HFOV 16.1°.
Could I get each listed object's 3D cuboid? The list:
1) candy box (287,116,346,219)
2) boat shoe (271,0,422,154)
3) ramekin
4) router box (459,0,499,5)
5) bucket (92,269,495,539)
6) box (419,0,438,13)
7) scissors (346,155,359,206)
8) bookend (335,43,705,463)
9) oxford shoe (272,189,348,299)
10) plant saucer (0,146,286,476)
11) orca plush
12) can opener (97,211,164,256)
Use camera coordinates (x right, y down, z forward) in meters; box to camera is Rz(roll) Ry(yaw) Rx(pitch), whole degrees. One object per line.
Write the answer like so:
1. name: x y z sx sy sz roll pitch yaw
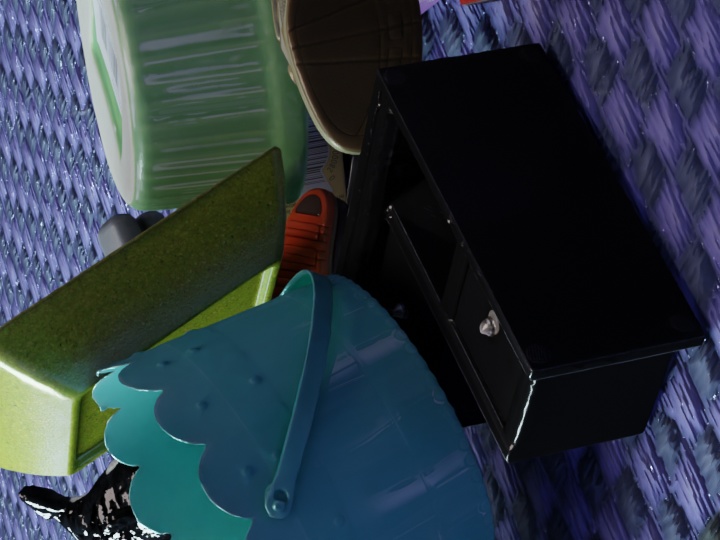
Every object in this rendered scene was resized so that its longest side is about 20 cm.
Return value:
1. candy box: -0.049 -0.020 1.628 0.115 0.055 0.200 -149 52 -66
2. boat shoe: -0.015 -0.153 1.349 0.063 0.073 0.201 110 145 -74
3. ramekin: -0.101 -0.129 1.458 0.200 0.098 0.200 170 90 -78
4. router box: 0.091 -0.220 1.163 0.200 0.049 0.180 180 80 -70
5. bucket: -0.034 0.107 1.311 0.207 0.135 0.207 52 159 29
6. box: 0.006 -0.207 1.416 0.200 0.039 0.137 152 106 -69
7. scissors: 0.000 0.000 1.556 0.014 0.073 0.200 -51 -17 -72
8. bookend: 0.069 0.028 1.279 0.200 0.092 0.199 102 150 -49
9. oxford shoe: -0.015 0.051 1.533 0.071 0.072 0.200 17 106 62
10. plant saucer: -0.119 0.039 1.420 0.048 0.200 0.200 51 160 13
11. orca plush: -0.142 0.132 1.549 0.200 0.071 0.105 -10 100 39
12. can opener: -0.108 0.043 1.687 0.067 0.053 0.200 -39 69 40
